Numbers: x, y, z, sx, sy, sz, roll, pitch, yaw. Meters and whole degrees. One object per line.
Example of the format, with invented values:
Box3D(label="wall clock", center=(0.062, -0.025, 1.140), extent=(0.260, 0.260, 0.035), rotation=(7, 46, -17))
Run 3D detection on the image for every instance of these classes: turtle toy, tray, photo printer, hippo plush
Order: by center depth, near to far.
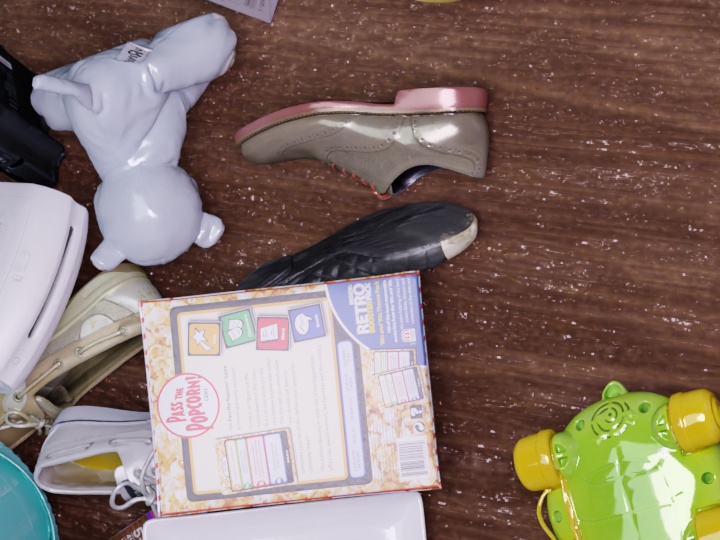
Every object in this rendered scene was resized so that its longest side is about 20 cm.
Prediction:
Box3D(label="turtle toy", center=(0.193, 0.171, 1.256), extent=(0.145, 0.101, 0.202), rotation=(-17, 80, 22))
Box3D(label="tray", center=(-0.050, 0.218, 1.331), extent=(0.198, 0.022, 0.108), rotation=(-5, 85, -7))
Box3D(label="hippo plush", center=(-0.148, -0.092, 1.412), extent=(0.158, 0.200, 0.162), rotation=(-21, 99, -10))
Box3D(label="photo printer", center=(-0.302, 0.010, 1.468), extent=(0.199, 0.069, 0.168), rotation=(3, 65, 40))

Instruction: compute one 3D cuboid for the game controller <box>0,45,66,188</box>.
Box3D(label="game controller", center=(-0.273, -0.123, 1.441), extent=(0.042, 0.200, 0.105), rotation=(-22, 80, 4))

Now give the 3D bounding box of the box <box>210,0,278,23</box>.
Box3D(label="box", center=(-0.165, -0.253, 1.441), extent=(0.199, 0.116, 0.061), rotation=(21, 96, 25))

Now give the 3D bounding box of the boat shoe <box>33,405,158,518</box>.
Box3D(label="boat shoe", center=(-0.155, 0.146, 1.388), extent=(0.200, 0.086, 0.075), rotation=(1, 132, 24))

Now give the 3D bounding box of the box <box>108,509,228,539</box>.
Box3D(label="box", center=(-0.126, 0.279, 1.430), extent=(0.136, 0.039, 0.201), rotation=(-35, 73, 17))

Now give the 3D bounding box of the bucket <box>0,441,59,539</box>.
Box3D(label="bucket", center=(-0.336, 0.221, 1.449), extent=(0.206, 0.135, 0.209), rotation=(10, 114, 23))

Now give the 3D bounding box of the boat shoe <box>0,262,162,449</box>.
Box3D(label="boat shoe", center=(-0.228, 0.082, 1.475), extent=(0.200, 0.073, 0.063), rotation=(-43, 66, 9))

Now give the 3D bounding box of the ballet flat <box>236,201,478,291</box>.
Box3D(label="ballet flat", center=(0.000, 0.000, 1.392), extent=(0.199, 0.067, 0.057), rotation=(-21, 119, 23))

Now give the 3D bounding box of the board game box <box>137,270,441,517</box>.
Box3D(label="board game box", center=(-0.049, 0.086, 1.327), extent=(0.198, 0.046, 0.153), rotation=(-5, 87, 2))

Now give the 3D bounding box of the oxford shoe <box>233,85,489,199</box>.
Box3D(label="oxford shoe", center=(-0.001, -0.088, 1.382), extent=(0.198, 0.070, 0.076), rotation=(-6, 90, 25))

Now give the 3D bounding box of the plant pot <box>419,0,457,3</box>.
Box3D(label="plant pot", center=(0.051, -0.273, 1.318), extent=(0.199, 0.200, 0.143), rotation=(34, 126, 23))

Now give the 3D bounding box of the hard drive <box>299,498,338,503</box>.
Box3D(label="hard drive", center=(-0.052, 0.271, 1.368), extent=(0.132, 0.026, 0.200), rotation=(43, 87, 16))
